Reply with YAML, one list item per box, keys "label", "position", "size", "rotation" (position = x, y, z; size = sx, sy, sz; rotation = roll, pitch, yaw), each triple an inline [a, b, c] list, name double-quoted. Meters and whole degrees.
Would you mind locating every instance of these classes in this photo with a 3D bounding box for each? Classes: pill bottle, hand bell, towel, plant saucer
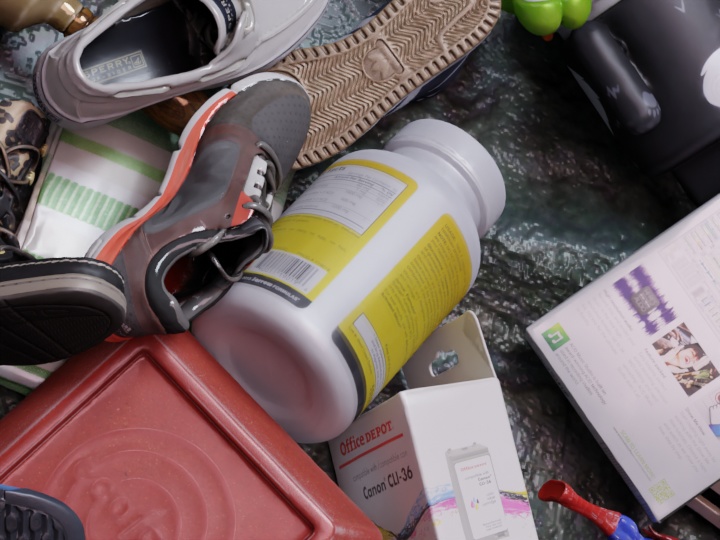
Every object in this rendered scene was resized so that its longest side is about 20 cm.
- label: "pill bottle"
  position: [0.000, 0.000, 1.435]
  size: [0.112, 0.112, 0.200]
  rotation: [47, 54, -4]
- label: "hand bell"
  position: [-0.157, -0.136, 1.414]
  size: [0.200, 0.104, 0.104]
  rotation: [39, 63, -7]
- label: "towel"
  position: [-0.132, -0.005, 1.436]
  size: [0.152, 0.023, 0.200]
  rotation: [24, 65, -17]
- label: "plant saucer"
  position: [-0.122, 0.141, 1.343]
  size: [0.200, 0.037, 0.200]
  rotation: [-42, 82, -15]

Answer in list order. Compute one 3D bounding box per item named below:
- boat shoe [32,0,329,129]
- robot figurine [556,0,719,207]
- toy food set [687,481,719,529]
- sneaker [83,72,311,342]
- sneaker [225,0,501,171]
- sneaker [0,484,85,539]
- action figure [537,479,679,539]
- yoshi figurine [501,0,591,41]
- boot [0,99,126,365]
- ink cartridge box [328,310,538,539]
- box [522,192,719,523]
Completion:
- label: "boat shoe"
  position: [-0.090, -0.139, 1.380]
  size: [0.200, 0.066, 0.072]
  rotation: [-22, 91, -30]
- label: "robot figurine"
  position: [0.197, -0.139, 1.564]
  size: [0.125, 0.150, 0.200]
  rotation: [-34, 91, -3]
- label: "toy food set"
  position: [0.259, 0.071, 1.570]
  size: [0.143, 0.060, 0.200]
  rotation: [35, 62, 3]
- label: "sneaker"
  position: [-0.070, -0.029, 1.362]
  size: [0.200, 0.082, 0.077]
  rotation: [-55, 135, -30]
- label: "sneaker"
  position: [-0.007, -0.114, 1.495]
  size: [0.200, 0.109, 0.070]
  rotation: [-31, 90, -6]
- label: "sneaker"
  position: [-0.246, 0.145, 1.293]
  size: [0.200, 0.078, 0.066]
  rotation: [-7, 95, -9]
- label: "action figure"
  position: [0.187, 0.192, 1.501]
  size: [0.200, 0.052, 0.066]
  rotation: [28, 71, -19]
- label: "yoshi figurine"
  position: [0.089, -0.231, 1.509]
  size: [0.112, 0.112, 0.200]
  rotation: [37, 17, -47]
- label: "boot"
  position: [-0.199, -0.024, 1.329]
  size: [0.073, 0.200, 0.151]
  rotation: [36, 54, -41]
- label: "ink cartridge box"
  position: [0.042, 0.134, 1.416]
  size: [0.067, 0.116, 0.200]
  rotation: [-7, 77, -26]
- label: "box"
  position: [0.220, 0.039, 1.498]
  size: [0.200, 0.036, 0.144]
  rotation: [-34, 87, -1]
